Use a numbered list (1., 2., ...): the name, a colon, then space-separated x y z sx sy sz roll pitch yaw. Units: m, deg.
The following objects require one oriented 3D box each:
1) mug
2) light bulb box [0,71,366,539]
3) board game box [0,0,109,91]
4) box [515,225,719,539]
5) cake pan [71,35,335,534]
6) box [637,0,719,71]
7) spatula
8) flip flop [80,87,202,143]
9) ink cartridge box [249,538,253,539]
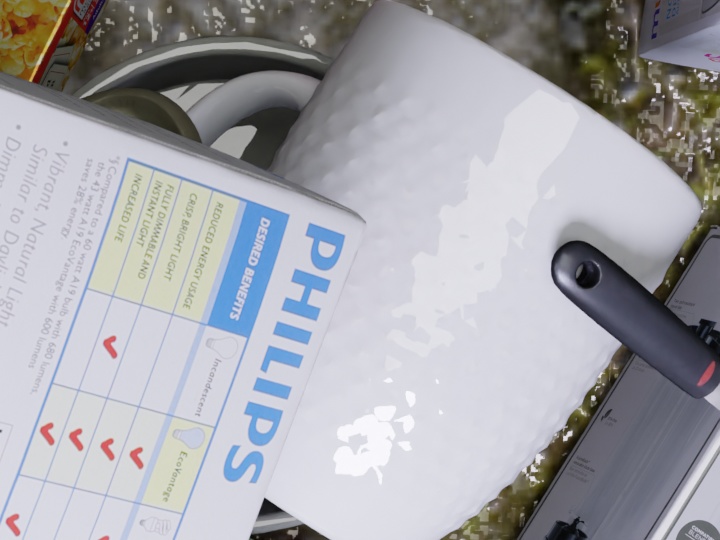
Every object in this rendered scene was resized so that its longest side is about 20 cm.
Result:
1. mug: 0.000 0.000 0.846 0.200 0.148 0.176 32 88 23
2. light bulb box: -0.136 0.034 0.710 0.199 0.125 0.199 19 93 -38
3. board game box: -0.207 -0.060 0.874 0.151 0.046 0.201 24 86 8
4. box: 0.135 0.083 0.902 0.060 0.117 0.201 34 84 -16
5. cake pan: -0.053 0.006 0.917 0.199 0.037 0.201 0 90 -8
6. box: 0.190 -0.183 0.884 0.096 0.176 0.201 8 89 -9
7. spatula: 0.133 0.046 0.814 0.200 0.021 0.057 39 83 -35
8. flip flop: -0.146 -0.003 0.810 0.199 0.058 0.081 -29 87 -4
9. ink cartridge box: -0.003 0.199 0.837 0.145 0.200 0.048 30 113 -16
